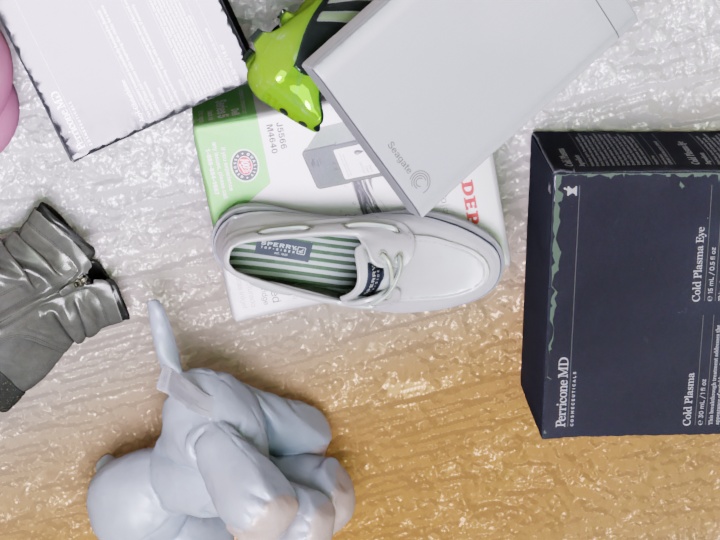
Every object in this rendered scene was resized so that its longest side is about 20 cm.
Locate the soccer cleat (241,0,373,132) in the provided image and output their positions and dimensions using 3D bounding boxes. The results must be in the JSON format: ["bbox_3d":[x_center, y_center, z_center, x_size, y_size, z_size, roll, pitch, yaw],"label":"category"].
[{"bbox_3d":[0.007,-0.173,1.427,0.081,0.068,0.200,42,71,4],"label":"soccer cleat"}]

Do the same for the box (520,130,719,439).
[{"bbox_3d":[0.212,0.008,1.518,0.181,0.104,0.201,0,109,-6],"label":"box"}]

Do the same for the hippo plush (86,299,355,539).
[{"bbox_3d":[-0.118,0.162,1.515,0.161,0.160,0.200,-41,127,21],"label":"hippo plush"}]

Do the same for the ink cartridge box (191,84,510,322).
[{"bbox_3d":[-0.006,-0.063,1.486,0.199,0.084,0.146,-12,110,-1],"label":"ink cartridge box"}]

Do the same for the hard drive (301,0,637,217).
[{"bbox_3d":[0.074,-0.149,1.397,0.200,0.027,0.132,-42,118,-8],"label":"hard drive"}]

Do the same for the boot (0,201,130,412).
[{"bbox_3d":[-0.263,-0.007,1.502,0.131,0.068,0.200,-41,115,4],"label":"boot"}]

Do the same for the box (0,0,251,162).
[{"bbox_3d":[-0.173,-0.196,1.430,0.141,0.079,0.201,-24,110,1],"label":"box"}]

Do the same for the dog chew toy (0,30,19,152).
[{"bbox_3d":[-0.284,-0.134,1.400,0.124,0.125,0.200,-22,151,3],"label":"dog chew toy"}]

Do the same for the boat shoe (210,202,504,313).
[{"bbox_3d":[0.000,0.000,1.427,0.199,0.067,0.074,2,110,-6],"label":"boat shoe"}]
